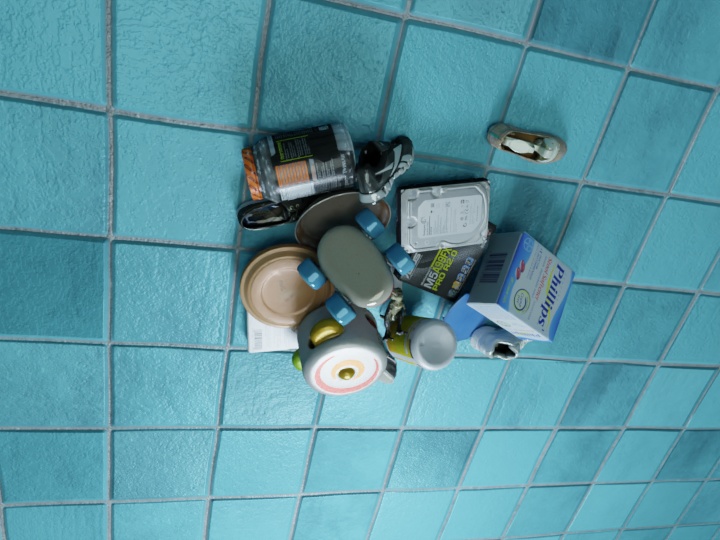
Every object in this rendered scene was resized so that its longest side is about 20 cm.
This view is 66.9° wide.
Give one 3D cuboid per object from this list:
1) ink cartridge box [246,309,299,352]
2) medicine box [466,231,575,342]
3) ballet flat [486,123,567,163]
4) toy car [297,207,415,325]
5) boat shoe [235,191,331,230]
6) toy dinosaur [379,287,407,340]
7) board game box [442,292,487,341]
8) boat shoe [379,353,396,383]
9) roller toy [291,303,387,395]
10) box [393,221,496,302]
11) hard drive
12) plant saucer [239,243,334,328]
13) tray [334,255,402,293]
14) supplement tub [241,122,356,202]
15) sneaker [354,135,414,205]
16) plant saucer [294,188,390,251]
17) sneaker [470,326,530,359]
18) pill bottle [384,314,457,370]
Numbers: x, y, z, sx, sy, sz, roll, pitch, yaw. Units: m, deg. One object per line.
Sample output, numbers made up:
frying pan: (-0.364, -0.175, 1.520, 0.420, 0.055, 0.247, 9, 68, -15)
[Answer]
ink cartridge box: (-0.165, 0.087, 1.213, 0.175, 0.045, 0.201, -2, 119, -13)
medicine box: (0.368, 0.039, 1.240, 0.200, 0.103, 0.183, 31, 74, -26)
ballet flat: (0.359, -0.256, 1.140, 0.199, 0.067, 0.068, 6, 117, -17)
toy car: (0.000, 0.000, 1.122, 0.184, 0.200, 0.177, -41, 80, 2)
boat shoe: (-0.149, -0.120, 1.094, 0.199, 0.057, 0.069, -14, 121, -6)
toy dinosaur: (0.071, 0.105, 1.196, 0.047, 0.089, 0.200, 2, 156, -9)
board game box: (0.245, 0.102, 1.308, 0.199, 0.039, 0.158, -4, 129, -42)
boat shoe: (0.019, 0.199, 1.325, 0.067, 0.057, 0.200, -18, 126, 40)
roller toy: (-0.039, 0.171, 1.160, 0.182, 0.140, 0.201, 7, 129, -21)
box: (0.188, -0.046, 1.213, 0.160, 0.044, 0.201, 22, 103, -24)
hard drive: (0.172, -0.115, 1.135, 0.199, 0.038, 0.140, -7, 113, -14)
plant saucer: (-0.152, 0.039, 1.145, 0.199, 0.032, 0.201, -6, 120, -10)
tray: (-0.004, 0.017, 1.228, 0.199, 0.022, 0.108, -7, 121, -10)
supplement tub: (-0.114, -0.199, 1.021, 0.199, 0.123, 0.123, -12, 121, -7)
sneaker: (0.046, -0.214, 1.024, 0.066, 0.200, 0.091, 5, 134, 32)
plant saucer: (-0.038, -0.104, 1.105, 0.199, 0.032, 0.200, -13, 152, -7)
sneaker: (0.381, 0.183, 1.366, 0.199, 0.099, 0.078, -12, 123, -17)
pill bottle: (0.126, 0.157, 1.229, 0.109, 0.200, 0.110, 0, 89, -20)
